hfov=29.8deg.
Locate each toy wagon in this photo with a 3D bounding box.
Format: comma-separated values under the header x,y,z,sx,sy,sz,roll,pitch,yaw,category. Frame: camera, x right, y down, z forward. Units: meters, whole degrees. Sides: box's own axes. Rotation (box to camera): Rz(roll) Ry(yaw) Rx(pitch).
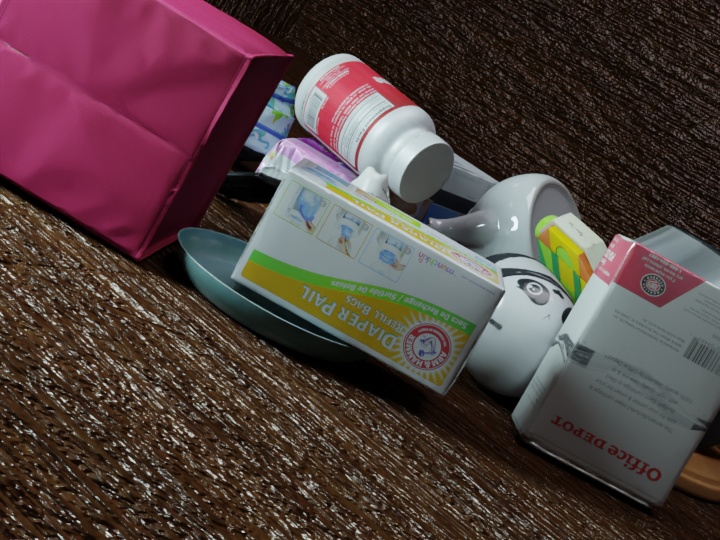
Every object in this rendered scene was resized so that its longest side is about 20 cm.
x,y,z,sx,sy,sz,roll,pitch,yaw,category
0.234,0.040,1.401,0.040,0.200,0.155,-21,37,-14,toy wagon

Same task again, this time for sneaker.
x,y,z,sx,sy,sz,roll,pitch,yaw,category
0.002,-0.056,1.474,0.074,0.087,0.200,25,-10,-6,sneaker

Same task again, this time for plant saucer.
x,y,z,sx,sy,sz,roll,pitch,yaw,category
0.306,0.172,1.423,0.200,0.037,0.200,29,11,-6,plant saucer
-0.071,0.025,1.148,0.200,0.027,0.200,28,11,-6,plant saucer

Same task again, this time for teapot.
x,y,z,sx,sy,sz,roll,pitch,yaw,category
0.200,-0.031,1.793,0.146,0.200,0.197,-8,27,35,teapot

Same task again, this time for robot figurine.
x,y,z,sx,sy,sz,roll,pitch,yaw,category
0.153,0.050,1.341,0.150,0.125,0.200,-6,11,2,robot figurine

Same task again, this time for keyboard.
x,y,z,sx,sy,sz,roll,pitch,yaw,category
-0.094,-0.078,1.418,0.127,0.021,0.200,18,-3,-26,keyboard

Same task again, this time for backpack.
x,y,z,sx,sy,sz,roll,pitch,yaw,category
-0.177,-0.206,1.673,0.200,0.154,0.163,38,-13,-25,backpack

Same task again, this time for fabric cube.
x,y,z,sx,sy,sz,roll,pitch,yaw,category
-0.202,-0.150,1.153,0.199,0.200,0.196,31,10,0,fabric cube

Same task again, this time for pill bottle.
x,y,z,sx,sy,sz,roll,pitch,yaw,category
0.018,-0.171,1.648,0.200,0.112,0.112,43,17,34,pill bottle

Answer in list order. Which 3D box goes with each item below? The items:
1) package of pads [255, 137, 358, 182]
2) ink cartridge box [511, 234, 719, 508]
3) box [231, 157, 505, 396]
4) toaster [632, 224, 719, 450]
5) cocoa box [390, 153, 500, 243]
x,y,z,sx,sy,sz,roll,pitch,yaw,category
-0.048,-0.112,1.697,0.120,0.076,0.200,35,12,6,package of pads
0.247,0.089,1.209,0.146,0.200,0.085,29,5,-5,ink cartridge box
0.010,0.002,1.117,0.200,0.101,0.113,29,11,-2,box
0.333,0.062,1.393,0.119,0.200,0.181,-20,33,-16,toaster
0.071,-0.117,1.879,0.133,0.131,0.200,16,17,-49,cocoa box
